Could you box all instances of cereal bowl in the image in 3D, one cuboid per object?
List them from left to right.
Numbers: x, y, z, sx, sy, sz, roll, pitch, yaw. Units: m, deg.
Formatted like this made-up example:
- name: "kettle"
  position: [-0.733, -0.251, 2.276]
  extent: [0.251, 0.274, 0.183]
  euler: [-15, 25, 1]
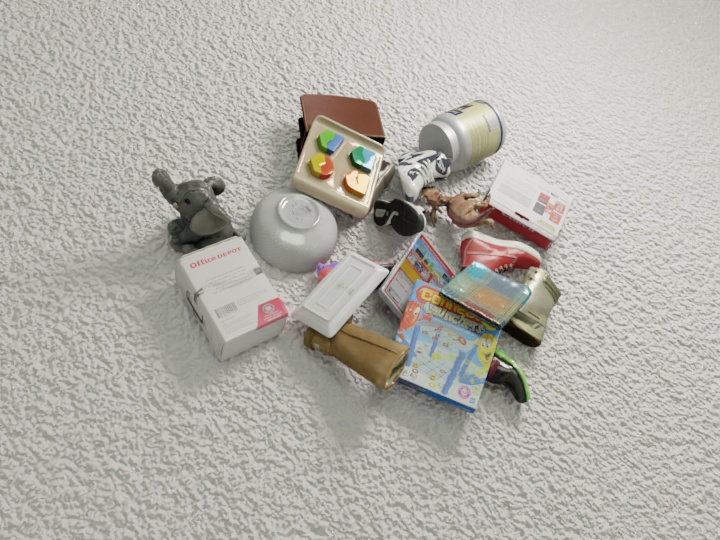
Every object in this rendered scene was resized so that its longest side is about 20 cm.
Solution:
- name: "cereal bowl"
  position: [-0.139, -0.101, 1.496]
  extent: [0.195, 0.084, 0.204]
  euler: [8, 53, -11]

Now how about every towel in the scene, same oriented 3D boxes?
- name: "towel"
  position: [0.254, 0.045, 1.402]
  extent: [0.145, 0.022, 0.199]
  euler: [29, 30, 20]

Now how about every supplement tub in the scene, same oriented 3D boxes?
- name: "supplement tub"
  position: [0.256, -0.335, 1.755]
  extent: [0.198, 0.146, 0.146]
  euler: [-27, 66, -32]

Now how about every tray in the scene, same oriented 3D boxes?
- name: "tray"
  position: [-0.040, 0.038, 1.379]
  extent: [0.106, 0.022, 0.200]
  euler: [26, 56, 26]

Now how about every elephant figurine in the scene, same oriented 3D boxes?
- name: "elephant figurine"
  position: [-0.315, -0.122, 1.376]
  extent: [0.141, 0.202, 0.155]
  euler: [38, 52, 13]

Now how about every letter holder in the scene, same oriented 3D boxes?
- name: "letter holder"
  position: [-0.055, -0.340, 1.687]
  extent: [0.195, 0.101, 0.145]
  euler: [1, 53, -17]

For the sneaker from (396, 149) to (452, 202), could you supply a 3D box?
- name: "sneaker"
  position: [0.155, -0.231, 1.632]
  extent: [0.126, 0.081, 0.200]
  euler: [-15, 21, 8]

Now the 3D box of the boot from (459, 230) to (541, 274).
- name: "boot"
  position: [0.317, 0.003, 1.585]
  extent: [0.195, 0.073, 0.147]
  euler: [13, 58, -7]

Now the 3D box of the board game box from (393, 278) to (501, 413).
- name: "board game box"
  position: [0.164, 0.148, 1.377]
  extent: [0.196, 0.056, 0.200]
  euler: [20, 73, 7]

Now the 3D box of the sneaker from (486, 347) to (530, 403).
- name: "sneaker"
  position: [0.266, 0.200, 1.430]
  extent: [0.084, 0.077, 0.200]
  euler: [-42, 76, -10]

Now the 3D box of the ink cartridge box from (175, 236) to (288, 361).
- name: "ink cartridge box"
  position: [-0.251, 0.051, 1.347]
  extent: [0.143, 0.085, 0.202]
  euler: [-22, 66, -30]

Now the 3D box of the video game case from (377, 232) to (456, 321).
- name: "video game case"
  position: [0.127, 0.031, 1.491]
  extent: [0.144, 0.017, 0.201]
  euler: [49, 50, -15]

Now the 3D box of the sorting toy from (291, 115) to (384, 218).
- name: "sorting toy"
  position: [-0.043, -0.237, 1.550]
  extent: [0.182, 0.037, 0.204]
  euler: [23, 59, -11]

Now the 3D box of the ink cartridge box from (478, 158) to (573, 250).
- name: "ink cartridge box"
  position: [0.398, -0.149, 1.706]
  extent: [0.197, 0.085, 0.177]
  euler: [31, 51, 6]

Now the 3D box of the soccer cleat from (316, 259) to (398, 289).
- name: "soccer cleat"
  position: [0.000, 0.000, 1.482]
  extent: [0.195, 0.069, 0.074]
  euler: [-10, 49, -24]

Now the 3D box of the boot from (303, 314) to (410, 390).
- name: "boot"
  position: [0.011, 0.125, 1.352]
  extent: [0.197, 0.067, 0.176]
  euler: [20, 60, 28]

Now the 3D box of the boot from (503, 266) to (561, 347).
- name: "boot"
  position: [0.338, 0.050, 1.525]
  extent: [0.198, 0.072, 0.156]
  euler: [36, 65, -4]

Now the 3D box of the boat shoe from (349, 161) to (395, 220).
- name: "boat shoe"
  position: [0.014, -0.189, 1.625]
  extent: [0.056, 0.068, 0.201]
  euler: [21, 49, 20]

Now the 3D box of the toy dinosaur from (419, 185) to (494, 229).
- name: "toy dinosaur"
  position: [0.227, -0.134, 1.609]
  extent: [0.132, 0.088, 0.200]
  euler: [-10, 23, -20]

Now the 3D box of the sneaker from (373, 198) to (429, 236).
- name: "sneaker"
  position: [0.118, -0.124, 1.552]
  extent: [0.113, 0.078, 0.200]
  euler: [-3, 14, -25]
